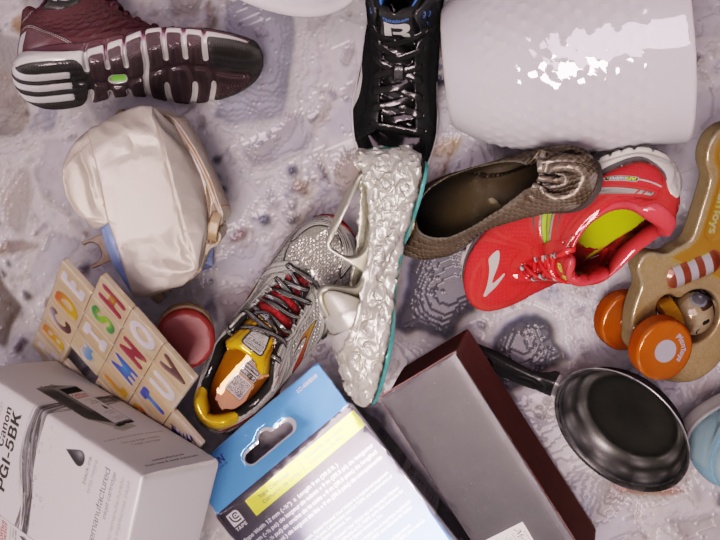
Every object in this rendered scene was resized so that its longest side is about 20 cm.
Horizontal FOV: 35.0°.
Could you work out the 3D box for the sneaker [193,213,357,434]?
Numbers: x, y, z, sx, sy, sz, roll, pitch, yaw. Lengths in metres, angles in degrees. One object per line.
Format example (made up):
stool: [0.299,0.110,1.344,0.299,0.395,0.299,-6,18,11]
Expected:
sneaker: [-0.065,0.047,0.904,0.077,0.082,0.202,31,93,5]

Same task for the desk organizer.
desk organizer: [0.104,0.153,0.888,0.071,0.077,0.202,-32,94,18]

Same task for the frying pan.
frying pan: [0.174,0.114,0.899,0.188,0.031,0.116,11,128,40]

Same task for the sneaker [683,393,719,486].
sneaker: [0.338,0.103,0.852,0.199,0.082,0.074,-37,110,6]

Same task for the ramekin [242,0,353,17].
ramekin: [-0.066,-0.292,0.841,0.198,0.201,0.099,25,69,5]

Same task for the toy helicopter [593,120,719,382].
toy helicopter: [0.267,-0.011,0.866,0.130,0.079,0.203,8,104,-16]

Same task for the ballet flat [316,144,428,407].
ballet flat: [0.000,0.000,0.875,0.071,0.072,0.204,12,95,6]

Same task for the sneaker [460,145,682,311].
sneaker: [0.148,-0.018,0.846,0.077,0.086,0.199,38,129,-23]

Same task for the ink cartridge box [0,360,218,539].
ink cartridge box: [-0.219,0.175,0.874,0.198,0.082,0.149,22,103,33]

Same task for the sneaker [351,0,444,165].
sneaker: [0.025,-0.160,0.875,0.072,0.112,0.204,5,92,7]

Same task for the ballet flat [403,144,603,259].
ballet flat: [0.089,-0.054,0.854,0.198,0.046,0.069,-13,68,45]

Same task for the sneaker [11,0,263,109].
sneaker: [-0.181,-0.198,0.921,0.196,0.076,0.117,-4,58,-14]

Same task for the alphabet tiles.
alphabet tiles: [-0.184,0.081,0.880,0.167,0.200,0.008,48,56,4]

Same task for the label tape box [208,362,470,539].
label tape box: [-0.021,0.194,0.912,0.143,0.066,0.201,-39,85,6]

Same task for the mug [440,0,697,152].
mug: [0.150,-0.183,0.857,0.172,0.148,0.203,-5,62,9]

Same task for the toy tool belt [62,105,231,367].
toy tool belt: [-0.162,-0.030,0.911,0.123,0.123,0.203,-18,101,-5]
